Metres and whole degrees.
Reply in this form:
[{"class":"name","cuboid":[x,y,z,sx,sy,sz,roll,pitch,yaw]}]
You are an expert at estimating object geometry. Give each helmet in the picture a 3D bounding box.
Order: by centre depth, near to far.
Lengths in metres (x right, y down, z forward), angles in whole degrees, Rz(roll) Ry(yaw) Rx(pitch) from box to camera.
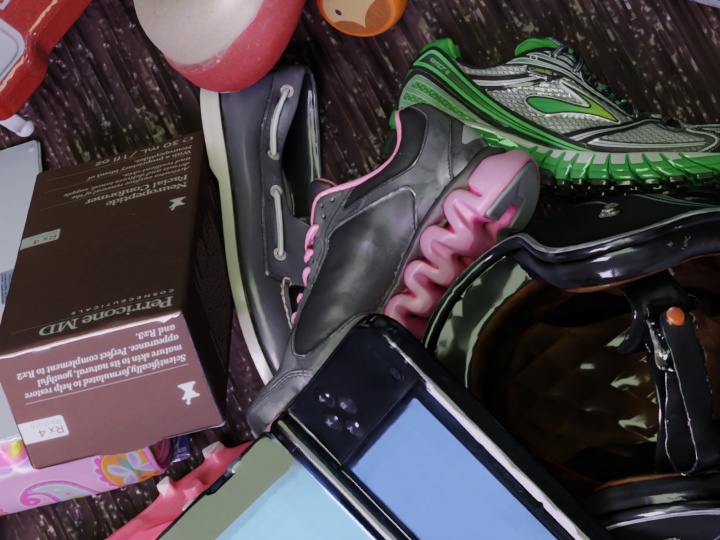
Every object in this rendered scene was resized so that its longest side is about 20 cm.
[{"class":"helmet","cuboid":[0.134,0.054,1.236,0.200,0.191,0.200,5,79,-27]}]

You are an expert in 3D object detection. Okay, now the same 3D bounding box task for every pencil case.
[{"class":"pencil case","cuboid":[-0.198,0.088,1.358,0.200,0.087,0.088,-14,80,9]}]

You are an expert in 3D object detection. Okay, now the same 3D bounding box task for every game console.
[{"class":"game console","cuboid":[0.015,0.151,1.179,0.200,0.176,0.116,45,55,5]}]

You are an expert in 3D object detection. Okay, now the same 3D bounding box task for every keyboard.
[{"class":"keyboard","cuboid":[-0.194,0.011,1.354,0.056,0.011,0.200,-13,51,5]}]

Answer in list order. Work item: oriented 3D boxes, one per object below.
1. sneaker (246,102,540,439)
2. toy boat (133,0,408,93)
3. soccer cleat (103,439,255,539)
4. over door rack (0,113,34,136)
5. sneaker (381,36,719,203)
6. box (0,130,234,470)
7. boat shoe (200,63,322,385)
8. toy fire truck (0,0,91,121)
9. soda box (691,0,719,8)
[{"class":"sneaker","cuboid":[0.000,0.000,1.282,0.095,0.079,0.200,41,94,17]},{"class":"toy boat","cuboid":[-0.026,-0.174,1.340,0.131,0.130,0.200,42,70,-26]},{"class":"soccer cleat","cuboid":[-0.091,0.154,1.343,0.200,0.067,0.077,-31,115,-2]},{"class":"over door rack","cuboid":[-0.289,-0.073,1.409,0.200,0.067,0.148,35,89,27]},{"class":"sneaker","cuboid":[0.112,-0.080,1.314,0.200,0.078,0.085,9,84,13]},{"class":"box","cuboid":[-0.121,0.011,1.288,0.100,0.200,0.075,-14,119,7]},{"class":"boat shoe","cuboid":[-0.036,-0.016,1.340,0.063,0.073,0.200,-15,77,11]},{"class":"toy fire truck","cuboid":[-0.217,-0.193,1.362,0.200,0.112,0.168,35,82,22]},{"class":"soda box","cuboid":[0.135,-0.192,1.328,0.200,0.068,0.064,19,88,13]}]
